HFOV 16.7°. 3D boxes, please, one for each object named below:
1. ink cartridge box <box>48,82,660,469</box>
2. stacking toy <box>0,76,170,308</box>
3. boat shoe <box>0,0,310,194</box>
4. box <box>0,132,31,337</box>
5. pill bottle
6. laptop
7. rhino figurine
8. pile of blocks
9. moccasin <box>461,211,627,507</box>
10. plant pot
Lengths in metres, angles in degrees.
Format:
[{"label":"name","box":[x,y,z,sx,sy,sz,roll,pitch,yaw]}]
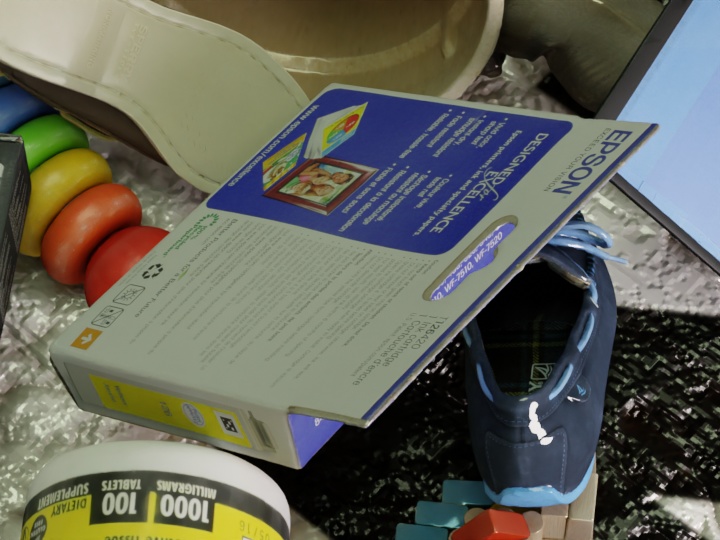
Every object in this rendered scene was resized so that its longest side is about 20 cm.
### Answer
[{"label":"ink cartridge box","box":[0.000,0.000,1.031,0.200,0.047,0.198,14,47,44]},{"label":"stacking toy","box":[-0.152,-0.040,1.137,0.085,0.085,0.200,-39,72,-19]},{"label":"boat shoe","box":[-0.103,-0.089,1.123,0.060,0.200,0.072,19,83,57]},{"label":"box","box":[-0.235,0.029,1.038,0.161,0.049,0.200,7,60,2]},{"label":"pill bottle","box":[-0.088,0.178,0.983,0.112,0.112,0.200,1,60,2]},{"label":"laptop","box":[0.231,-0.064,1.061,0.200,0.103,0.177,24,72,34]},{"label":"rhino figurine","box":[0.145,-0.083,1.143,0.200,0.087,0.060,30,68,6]},{"label":"pile of blocks","box":[0.027,0.131,1.037,0.082,0.062,0.200,37,67,20]},{"label":"moccasin","box":[0.081,0.015,1.070,0.080,0.068,0.200,-8,38,3]},{"label":"plant pot","box":[-0.019,-0.196,1.169,0.200,0.200,0.184,8,49,6]}]
